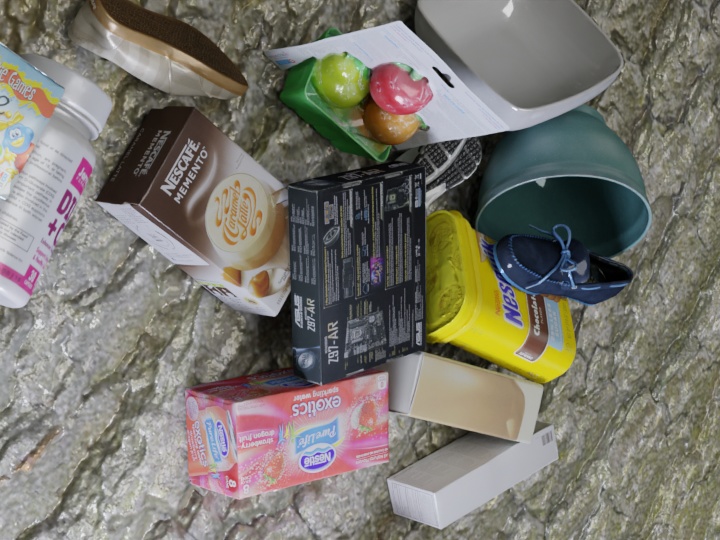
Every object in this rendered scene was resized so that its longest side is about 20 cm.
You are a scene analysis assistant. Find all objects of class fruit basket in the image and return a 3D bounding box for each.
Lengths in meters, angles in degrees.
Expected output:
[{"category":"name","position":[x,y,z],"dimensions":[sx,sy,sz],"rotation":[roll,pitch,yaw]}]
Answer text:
[{"category":"fruit basket","position":[0.026,-0.188,1.497],"dimensions":[0.185,0.199,0.094],"rotation":[38,56,-35]}]

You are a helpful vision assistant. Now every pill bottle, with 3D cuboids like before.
[{"category":"pill bottle","position":[-0.301,-0.079,1.286],"dimensions":[0.113,0.113,0.201],"rotation":[34,73,-37]}]

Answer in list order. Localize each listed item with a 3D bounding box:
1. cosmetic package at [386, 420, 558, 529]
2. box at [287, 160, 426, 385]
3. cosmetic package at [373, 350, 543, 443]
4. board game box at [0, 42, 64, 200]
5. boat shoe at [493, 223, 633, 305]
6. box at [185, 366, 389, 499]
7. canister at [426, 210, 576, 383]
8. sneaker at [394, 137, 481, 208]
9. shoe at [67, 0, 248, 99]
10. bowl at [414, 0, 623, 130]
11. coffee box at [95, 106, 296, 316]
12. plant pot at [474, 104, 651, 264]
[{"category":"cosmetic package","position":[0.132,0.230,1.707],"dimensions":[0.199,0.082,0.051],"rotation":[-23,112,-36]},{"category":"box","position":[0.000,0.000,1.500],"dimensions":[0.160,0.043,0.201],"rotation":[-17,112,-43]},{"category":"cosmetic package","position":[0.100,0.138,1.655],"dimensions":[0.199,0.105,0.072],"rotation":[17,84,-38]},{"category":"board game box","position":[-0.346,-0.129,1.186],"dimensions":[0.105,0.199,0.103],"rotation":[36,72,-36]},{"category":"boat shoe","position":[0.232,-0.014,1.668],"dimensions":[0.199,0.068,0.085],"rotation":[7,64,-45]},{"category":"box","position":[-0.073,0.160,1.516],"dimensions":[0.199,0.094,0.103],"rotation":[-7,100,-39]},{"category":"canister","position":[0.149,0.034,1.668],"dimensions":[0.199,0.086,0.149],"rotation":[25,45,-39]},{"category":"sneaker","position":[0.044,-0.082,1.607],"dimensions":[0.199,0.080,0.074],"rotation":[-35,97,-12]},{"category":"shoe","position":[-0.191,-0.207,1.410],"dimensions":[0.053,0.070,0.199],"rotation":[-43,138,23]},{"category":"bowl","position":[0.170,-0.240,1.643],"dimensions":[0.199,0.200,0.075],"rotation":[-26,154,-33]},{"category":"coffee box","position":[-0.143,-0.056,1.443],"dimensions":[0.200,0.079,0.115],"rotation":[40,69,-36]},{"category":"plant pot","position":[0.229,-0.110,1.698],"dimensions":[0.200,0.200,0.135],"rotation":[27,51,-38]}]
